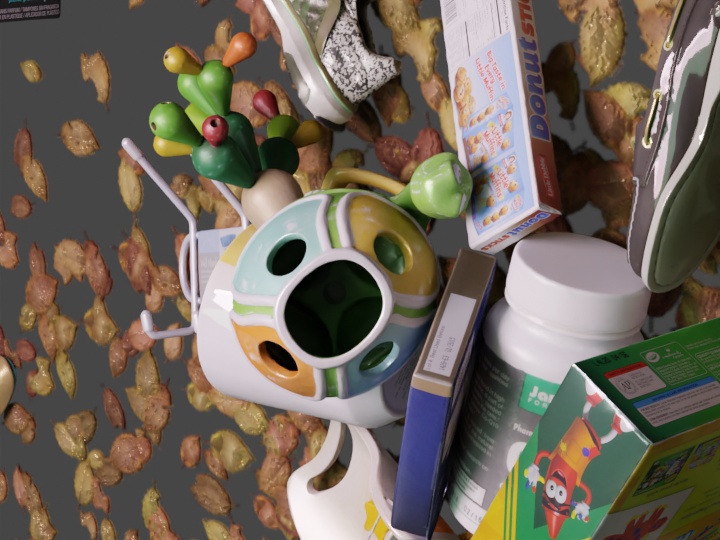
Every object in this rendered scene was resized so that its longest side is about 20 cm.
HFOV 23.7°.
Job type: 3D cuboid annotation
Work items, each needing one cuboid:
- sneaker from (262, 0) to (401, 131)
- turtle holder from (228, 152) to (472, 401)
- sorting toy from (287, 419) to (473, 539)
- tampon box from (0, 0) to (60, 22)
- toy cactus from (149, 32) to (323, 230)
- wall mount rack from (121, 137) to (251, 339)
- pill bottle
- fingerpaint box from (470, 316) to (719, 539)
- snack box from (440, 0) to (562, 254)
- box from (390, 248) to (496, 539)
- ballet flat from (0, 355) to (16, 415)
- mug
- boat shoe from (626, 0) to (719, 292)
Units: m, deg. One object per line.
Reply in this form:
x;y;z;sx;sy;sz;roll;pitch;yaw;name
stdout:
-0.024;-0.210;1.308;0.088;0.077;0.200;-25;79;16;sneaker
0.000;0.011;1.160;0.132;0.185;0.141;-96;-12;-85;turtle holder
0.001;0.196;1.358;0.180;0.107;0.200;56;139;33;sorting toy
-0.365;-0.333;1.560;0.126;0.150;0.201;21;116;43;tampon box
-0.075;-0.087;1.264;0.102;0.200;0.165;-34;79;11;toy cactus
-0.140;-0.029;1.433;0.200;0.074;0.174;-2;91;61;wall mount rack
0.130;0.083;1.168;0.113;0.113;0.200;31;123;38;pill bottle
0.181;0.117;1.059;0.073;0.200;0.167;47;131;29;fingerpaint box
0.093;-0.117;1.169;0.072;0.024;0.200;-31;56;46;snack box
0.055;0.097;1.186;0.032;0.121;0.200;14;136;9;box
-0.432;0.147;1.827;0.200;0.063;0.069;-36;74;45;ballet flat
-0.020;0.032;1.301;0.153;0.149;0.187;20;121;34;mug
0.206;-0.086;1.078;0.061;0.072;0.202;35;117;41;boat shoe
